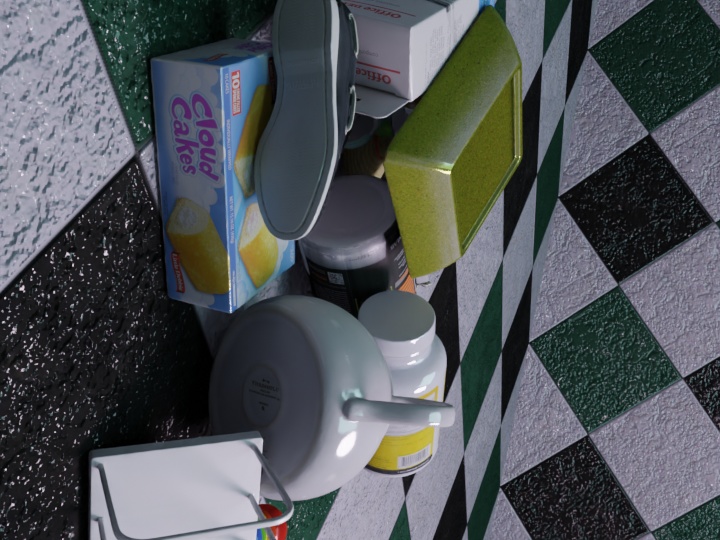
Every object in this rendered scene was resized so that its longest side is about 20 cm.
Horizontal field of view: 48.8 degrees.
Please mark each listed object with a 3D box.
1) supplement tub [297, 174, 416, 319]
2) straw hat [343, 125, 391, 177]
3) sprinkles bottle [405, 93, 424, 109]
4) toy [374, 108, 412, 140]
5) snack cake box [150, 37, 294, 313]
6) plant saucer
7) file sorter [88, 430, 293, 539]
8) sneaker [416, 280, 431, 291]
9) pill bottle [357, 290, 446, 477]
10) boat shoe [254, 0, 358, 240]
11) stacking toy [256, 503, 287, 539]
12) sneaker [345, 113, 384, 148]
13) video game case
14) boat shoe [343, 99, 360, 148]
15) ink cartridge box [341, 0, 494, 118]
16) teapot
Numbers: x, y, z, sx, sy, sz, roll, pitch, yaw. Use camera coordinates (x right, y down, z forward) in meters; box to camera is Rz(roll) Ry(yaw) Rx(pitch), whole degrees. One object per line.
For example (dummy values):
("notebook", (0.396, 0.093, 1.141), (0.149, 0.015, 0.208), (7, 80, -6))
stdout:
("supplement tub", (0.000, 0.000, 0.912), (0.201, 0.122, 0.123), (79, 31, -47))
("straw hat", (0.054, -0.187, 1.003), (0.201, 0.084, 0.203), (12, 90, -69))
("sprinkles bottle", (0.077, -0.280, 0.871), (0.068, 0.068, 0.202), (36, 59, -67))
("toy", (0.050, -0.254, 0.923), (0.114, 0.047, 0.202), (16, 87, -29))
("snack cake box", (-0.109, -0.082, 0.663), (0.115, 0.067, 0.202), (-42, 139, -56))
("plant saucer", (0.104, -0.110, 0.762), (0.200, 0.048, 0.201), (-56, 153, -22))
("file sorter", (-0.133, 0.251, 0.616), (0.138, 0.124, 0.202), (-1, 107, -25))
("sneaker", (0.063, -0.006, 1.117), (0.077, 0.088, 0.202), (-33, 131, -61))
("pill bottle", (0.037, 0.124, 0.873), (0.112, 0.111, 0.201), (-54, 153, -47))
("boat shoe", (-0.036, -0.123, 0.634), (0.060, 0.075, 0.202), (0, 101, -64))
("stacking toy", (-0.122, 0.270, 0.807), (0.200, 0.085, 0.086), (37, 67, -72))
("sneaker", (-0.019, -0.238, 0.815), (0.140, 0.077, 0.202), (30, 63, -67))
("video game case", (0.057, -0.084, 0.906), (0.200, 0.018, 0.144), (74, 6, -70))
("boat shoe", (-0.040, -0.123, 0.764), (0.067, 0.057, 0.201), (29, 86, -41))
("ink cartridge box", (0.027, -0.215, 0.712), (0.200, 0.115, 0.068), (-44, 144, -41))
("teapot", (-0.036, 0.118, 0.748), (0.145, 0.201, 0.198), (9, 130, -45))
